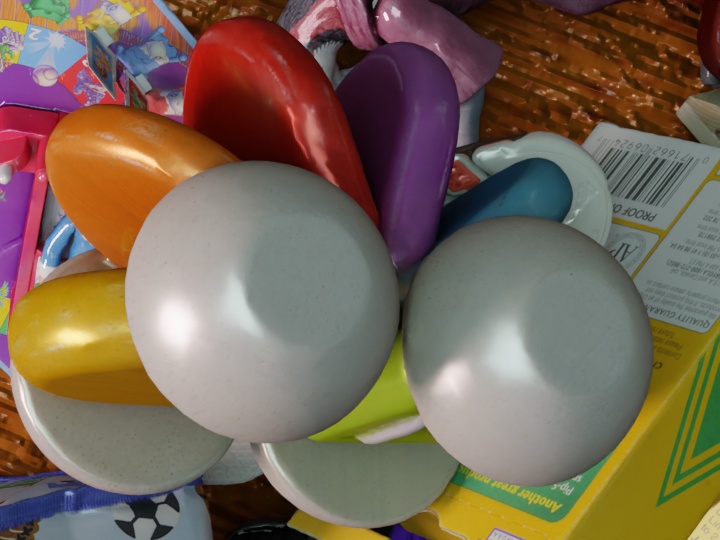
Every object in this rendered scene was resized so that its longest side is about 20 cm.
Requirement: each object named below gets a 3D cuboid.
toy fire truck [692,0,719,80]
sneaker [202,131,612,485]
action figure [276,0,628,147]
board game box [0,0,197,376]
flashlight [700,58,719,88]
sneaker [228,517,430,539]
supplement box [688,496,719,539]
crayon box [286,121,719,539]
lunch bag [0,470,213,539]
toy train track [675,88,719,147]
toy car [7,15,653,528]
[{"bbox_3d":[0.199,-0.154,0.894,0.168,0.112,0.200,11,90,-4],"label":"toy fire truck"},{"bbox_3d":[0.000,0.000,0.934,0.200,0.082,0.077,-29,110,17],"label":"sneaker"},{"bbox_3d":[0.038,-0.121,0.942,0.200,0.149,0.134,-32,59,-25],"label":"action figure"},{"bbox_3d":[-0.105,-0.014,0.951,0.158,0.039,0.200,-27,125,20],"label":"board game box"},{"bbox_3d":[0.165,-0.169,0.985,0.068,0.068,0.200,2,94,-30],"label":"flashlight"},{"bbox_3d":[-0.002,0.118,0.986,0.099,0.070,0.200,34,91,6],"label":"sneaker"},{"bbox_3d":[0.138,0.125,0.977,0.069,0.067,0.200,41,93,4],"label":"supplement box"},{"bbox_3d":[0.081,0.043,0.911,0.200,0.126,0.052,-51,125,-16],"label":"crayon box"},{"bbox_3d":[-0.117,0.159,0.940,0.124,0.200,0.170,-8,87,-26],"label":"lunch bag"},{"bbox_3d":[0.196,0.001,0.964,0.200,0.115,0.033,52,128,20],"label":"toy train track"},{"bbox_3d":[-0.011,-0.004,0.811,0.200,0.175,0.150,11,73,-24],"label":"toy car"}]
